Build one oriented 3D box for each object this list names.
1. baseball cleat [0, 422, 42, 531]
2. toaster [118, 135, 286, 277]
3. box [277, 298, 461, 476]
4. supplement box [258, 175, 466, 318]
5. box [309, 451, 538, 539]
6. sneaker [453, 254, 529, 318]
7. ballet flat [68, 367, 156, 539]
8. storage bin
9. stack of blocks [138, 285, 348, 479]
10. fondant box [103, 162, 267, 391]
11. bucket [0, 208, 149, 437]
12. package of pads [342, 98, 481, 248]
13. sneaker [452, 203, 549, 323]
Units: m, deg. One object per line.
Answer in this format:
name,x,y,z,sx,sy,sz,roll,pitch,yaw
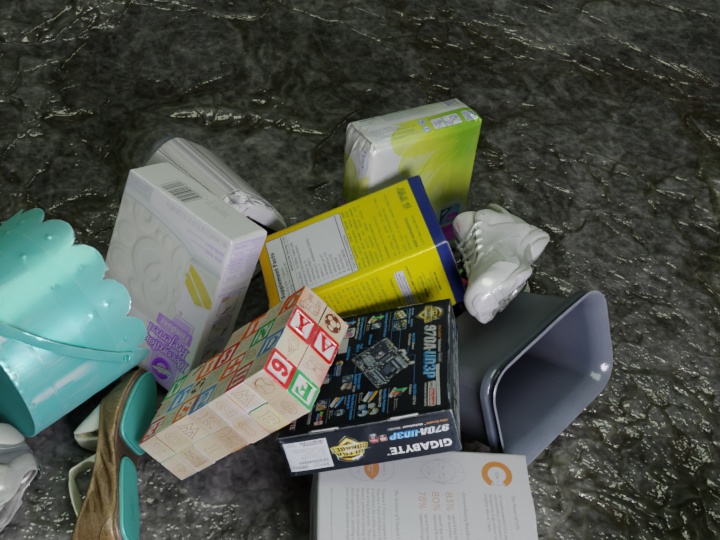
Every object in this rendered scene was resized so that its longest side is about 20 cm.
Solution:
baseball cleat,-0.389,0.210,0.864,0.200,0.070,0.106,-29,57,-30
toaster,-0.172,-0.064,1.104,0.129,0.200,0.114,39,92,21
box,0.014,0.105,0.913,0.159,0.046,0.200,-11,26,10
supplement box,0.000,0.000,1.053,0.200,0.110,0.109,-21,49,4
box,0.054,0.243,0.886,0.200,0.098,0.125,4,46,-5
sneaker,0.119,0.016,1.114,0.200,0.088,0.074,-17,44,-25
ballet flat,-0.245,0.182,0.928,0.072,0.068,0.200,-10,50,8
storage bin,0.158,0.106,1.022,0.134,0.146,0.200,15,39,44
stack of blocks,-0.112,0.109,0.907,0.059,0.200,0.115,44,39,-17
fondant box,-0.194,0.011,0.992,0.144,0.200,0.058,34,30,21
bucket,-0.326,0.053,0.940,0.207,0.207,0.135,33,54,20
package of pads,0.052,-0.098,1.138,0.154,0.200,0.068,-17,46,-23
sneaker,0.131,-0.015,1.017,0.099,0.078,0.200,39,27,3
